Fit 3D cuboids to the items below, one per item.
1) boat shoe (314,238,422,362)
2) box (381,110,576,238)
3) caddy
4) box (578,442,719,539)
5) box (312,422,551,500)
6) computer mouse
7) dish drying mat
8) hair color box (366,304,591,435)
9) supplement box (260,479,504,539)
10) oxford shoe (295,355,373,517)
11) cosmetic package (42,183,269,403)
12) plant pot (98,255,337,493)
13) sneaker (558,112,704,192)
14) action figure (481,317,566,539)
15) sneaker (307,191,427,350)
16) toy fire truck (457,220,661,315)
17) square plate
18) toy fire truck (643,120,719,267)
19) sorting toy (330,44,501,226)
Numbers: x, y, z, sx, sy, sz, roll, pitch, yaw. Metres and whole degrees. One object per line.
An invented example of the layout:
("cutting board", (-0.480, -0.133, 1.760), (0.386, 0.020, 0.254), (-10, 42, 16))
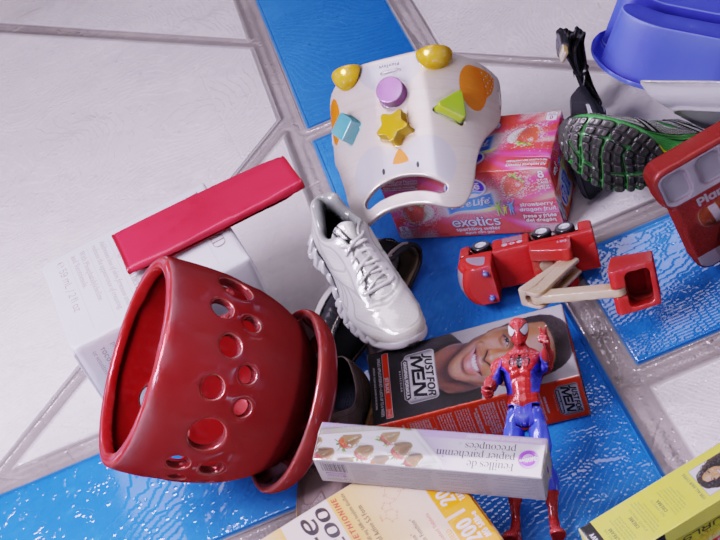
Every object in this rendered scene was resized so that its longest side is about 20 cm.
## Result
("boat shoe", (0.008, 0.038, 1.355), (0.060, 0.074, 0.200), (-1, 36, 31))
("box", (0.133, -0.105, 1.429), (0.200, 0.096, 0.100), (-2, 45, 24))
("caddy", (0.367, -0.254, 1.462), (0.200, 0.105, 0.141), (12, 40, 6))
("box", (0.279, 0.196, 1.047), (0.200, 0.075, 0.050), (-29, 42, -8))
("box", (0.060, 0.161, 1.083), (0.200, 0.041, 0.039), (2, 53, 17))
("computer mouse", (0.255, -0.185, 1.422), (0.046, 0.141, 0.200), (-11, 41, 20))
("dish drying mat", (-0.158, -0.059, 1.322), (0.200, 0.018, 0.077), (-27, 39, -7))
("hair color box", (0.111, 0.109, 1.231), (0.200, 0.061, 0.102), (-15, 40, 8))
("supplement box", (0.012, 0.252, 1.097), (0.200, 0.074, 0.126), (-31, 51, -9))
("oxford shoe", (-0.032, 0.173, 1.217), (0.071, 0.073, 0.200), (-7, 46, 18))
("cosmetic package", (-0.203, 0.048, 1.368), (0.200, 0.167, 0.167), (-28, 40, -7))
("plant pot", (-0.129, 0.102, 1.189), (0.182, 0.201, 0.201), (14, 35, -22))
("sneaker", (0.306, -0.126, 1.362), (0.200, 0.078, 0.085), (14, 32, -5))
("action figure", (0.141, 0.127, 1.113), (0.065, 0.099, 0.200), (-7, 65, 12))
("sneaker", (0.000, 0.000, 1.290), (0.075, 0.081, 0.200), (-25, 52, -16))
("toy fire truck", (0.194, 0.005, 1.287), (0.200, 0.049, 0.141), (-12, 24, 13))
("square plate", (0.413, -0.165, 1.325), (0.198, 0.200, 0.029), (8, 91, 31))
("toy fire truck", (0.385, -0.088, 1.222), (0.200, 0.168, 0.112), (-30, 39, 8))
("sorting toy", (0.049, -0.134, 1.374), (0.200, 0.107, 0.180), (-12, 61, 17))
